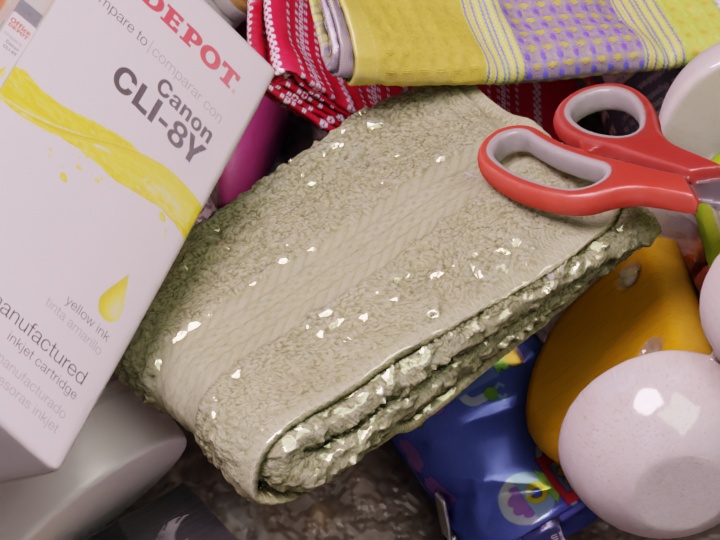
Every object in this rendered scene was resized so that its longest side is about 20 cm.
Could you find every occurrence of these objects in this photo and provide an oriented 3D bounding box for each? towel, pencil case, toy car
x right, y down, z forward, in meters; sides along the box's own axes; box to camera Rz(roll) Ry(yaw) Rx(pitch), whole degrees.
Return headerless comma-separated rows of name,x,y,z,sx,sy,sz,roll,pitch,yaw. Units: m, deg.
towel,0.056,-0.142,1.042,0.200,0.023,0.144,-3,62,-26
towel,0.000,0.000,0.956,0.200,0.037,0.148,-35,43,-20
pencil case,0.032,0.041,1.075,0.087,0.078,0.200,-33,79,-15
towel,0.029,-0.098,1.098,0.200,0.022,0.145,28,47,-36
toy car,0.166,0.019,0.995,0.150,0.200,0.175,29,29,-24

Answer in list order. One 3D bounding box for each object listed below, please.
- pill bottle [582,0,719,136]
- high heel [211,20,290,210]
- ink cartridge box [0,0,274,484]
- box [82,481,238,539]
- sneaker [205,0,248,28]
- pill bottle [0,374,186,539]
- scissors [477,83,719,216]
pill bottle,0.185,-0.041,1.122,0.119,0.120,0.200,-16,72,-19
high heel,-0.013,-0.107,1.127,0.096,0.067,0.200,9,63,2
ink cartridge box,-0.139,-0.041,0.912,0.145,0.083,0.200,44,53,-26
box,-0.077,0.190,0.954,0.158,0.048,0.200,-29,48,-21
sneaker,-0.110,-0.170,1.117,0.088,0.075,0.200,-35,46,10
pill bottle,-0.167,0.020,1.016,0.114,0.114,0.200,-34,79,-23
scissors,0.126,-0.024,0.902,0.073,0.014,0.200,-33,40,-26
